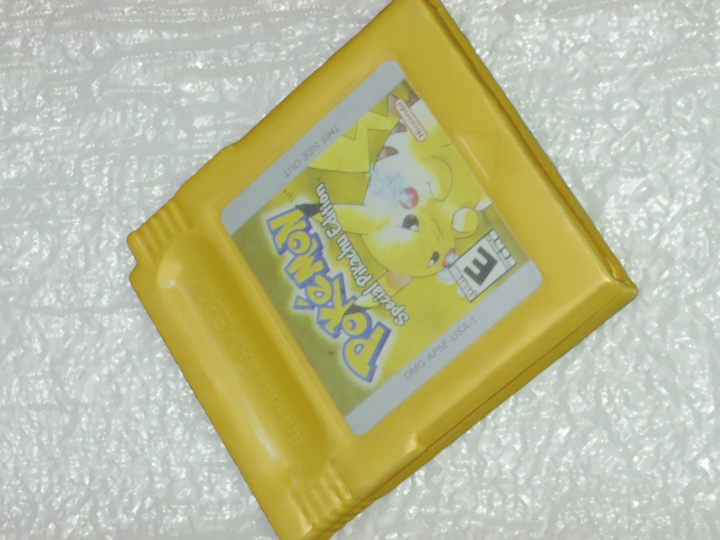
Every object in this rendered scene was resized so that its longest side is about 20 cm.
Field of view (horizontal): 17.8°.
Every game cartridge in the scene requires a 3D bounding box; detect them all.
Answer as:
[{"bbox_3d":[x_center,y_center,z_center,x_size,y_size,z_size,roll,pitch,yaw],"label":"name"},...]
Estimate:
[{"bbox_3d":[0.000,0.000,1.036,0.200,0.032,0.176,-40,68,18],"label":"game cartridge"}]
